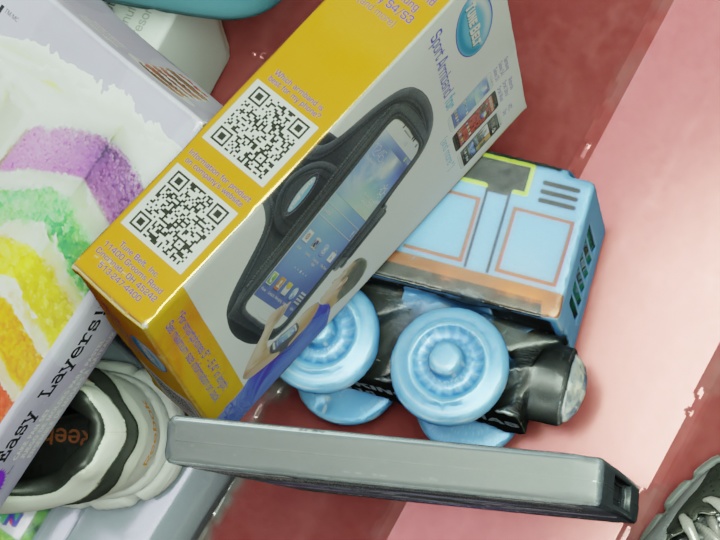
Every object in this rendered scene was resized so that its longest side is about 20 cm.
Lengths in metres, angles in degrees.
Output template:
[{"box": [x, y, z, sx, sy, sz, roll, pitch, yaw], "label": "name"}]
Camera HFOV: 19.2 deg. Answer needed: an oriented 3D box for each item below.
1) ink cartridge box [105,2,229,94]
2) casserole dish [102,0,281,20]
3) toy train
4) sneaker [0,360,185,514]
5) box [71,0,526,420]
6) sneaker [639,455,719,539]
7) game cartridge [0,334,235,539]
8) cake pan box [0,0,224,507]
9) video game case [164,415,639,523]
[{"box": [-0.176, -0.085, 0.870, 0.199, 0.084, 0.145, 23, 72, 14], "label": "ink cartridge box"}, {"box": [-0.073, -0.157, 0.843, 0.120, 0.201, 0.039, 9, 127, -5], "label": "casserole dish"}, {"box": [0.000, 0.000, 0.844, 0.198, 0.087, 0.115, 14, 77, 15], "label": "toy train"}, {"box": [-0.172, 0.063, 0.835, 0.198, 0.080, 0.074, -7, 83, 11], "label": "sneaker"}, {"box": [-0.007, -0.040, 0.753, 0.041, 0.119, 0.200, 40, 80, 22], "label": "box"}, {"box": [0.113, 0.132, 0.785, 0.200, 0.115, 0.075, -43, 77, 4], "label": "sneaker"}, {"box": [-0.157, 0.068, 0.888, 0.199, 0.040, 0.134, 32, 86, 13], "label": "game cartridge"}, {"box": [-0.165, -0.036, 0.768, 0.200, 0.052, 0.185, 40, 101, 16], "label": "cake pan box"}, {"box": [0.024, 0.074, 0.766, 0.141, 0.200, 0.019, 5, 84, 11], "label": "video game case"}]
